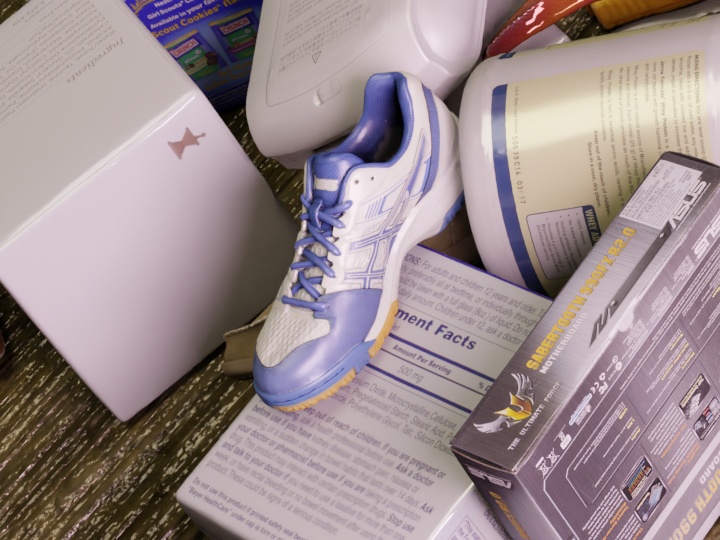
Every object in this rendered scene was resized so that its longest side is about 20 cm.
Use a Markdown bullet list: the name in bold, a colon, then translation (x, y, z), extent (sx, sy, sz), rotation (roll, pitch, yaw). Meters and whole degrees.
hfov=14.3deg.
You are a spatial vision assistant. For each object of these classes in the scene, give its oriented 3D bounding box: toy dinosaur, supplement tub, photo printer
- **toy dinosaur**: translation (0.177, -0.188, 1.702), extent (0.180, 0.105, 0.201), rotation (7, 74, 11)
- **supplement tub**: translation (0.167, -0.062, 1.586), extent (0.199, 0.145, 0.146), rotation (-9, 47, 20)
- **photo printer**: translation (0.007, -0.161, 1.713), extent (0.166, 0.069, 0.201), rotation (-28, 44, 43)

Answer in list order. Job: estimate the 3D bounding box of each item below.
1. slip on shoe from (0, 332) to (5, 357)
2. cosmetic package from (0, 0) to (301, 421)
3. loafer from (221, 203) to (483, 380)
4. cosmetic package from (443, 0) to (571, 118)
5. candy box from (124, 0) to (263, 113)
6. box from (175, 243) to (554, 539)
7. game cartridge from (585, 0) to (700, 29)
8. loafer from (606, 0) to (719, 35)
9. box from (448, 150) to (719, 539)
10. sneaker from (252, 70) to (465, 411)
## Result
- **slip on shoe**: translation (-0.286, 0.004, 1.921), extent (0.060, 0.076, 0.201), rotation (-38, 45, 16)
- **cosmetic package**: translation (-0.162, -0.053, 1.804), extent (0.166, 0.168, 0.200), rotation (-38, 39, -3)
- **loafer**: translation (0.000, 0.000, 1.694), extent (0.199, 0.076, 0.068), rotation (-29, 83, 5)
- **cosmetic package**: translation (0.060, -0.130, 1.781), extent (0.107, 0.085, 0.200), rotation (-38, 41, 0)
- **candy box**: translation (-0.114, -0.203, 1.885), extent (0.168, 0.200, 0.077), rotation (-21, 42, 17)
- **box**: translation (0.035, 0.104, 1.563), extent (0.183, 0.105, 0.200), rotation (24, 69, 47)
- **game cartridge**: translation (0.232, -0.244, 1.812), extent (0.199, 0.032, 0.177), rotation (-18, 44, 25)
- **loafer**: translation (0.198, -0.112, 1.673), extent (0.199, 0.073, 0.072), rotation (-29, 39, 10)
- **box**: translation (0.148, 0.065, 1.478), extent (0.048, 0.159, 0.200), rotation (21, 66, 43)
- **sneaker**: translation (-0.014, -0.020, 1.570), extent (0.075, 0.088, 0.201), rotation (8, 58, 40)
